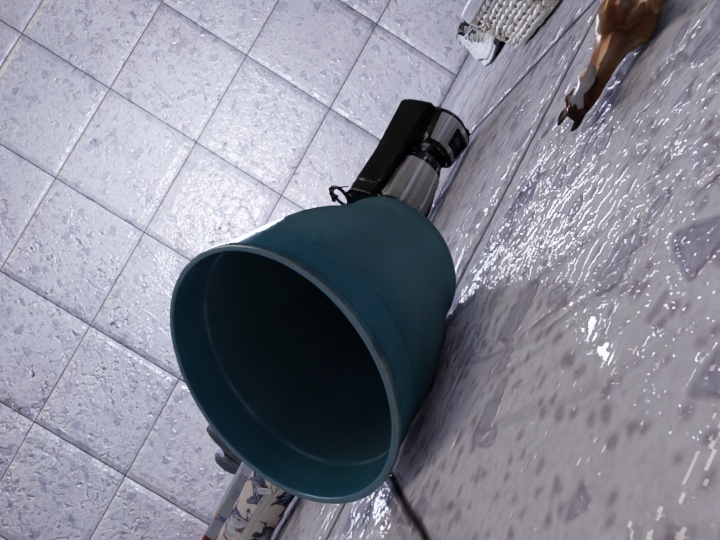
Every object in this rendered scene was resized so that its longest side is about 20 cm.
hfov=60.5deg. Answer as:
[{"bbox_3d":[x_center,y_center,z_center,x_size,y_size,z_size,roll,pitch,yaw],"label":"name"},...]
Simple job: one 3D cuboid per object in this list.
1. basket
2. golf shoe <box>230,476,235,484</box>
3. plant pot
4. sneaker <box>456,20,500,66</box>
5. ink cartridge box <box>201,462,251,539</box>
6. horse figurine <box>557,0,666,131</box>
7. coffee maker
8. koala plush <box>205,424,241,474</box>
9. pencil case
[{"bbox_3d":[0.257,-0.462,0.975,0.138,0.121,0.200,-60,3,-2],"label":"basket"},{"bbox_3d":[-0.254,0.502,1.390,0.200,0.071,0.094,28,-94,-83],"label":"golf shoe"},{"bbox_3d":[-0.015,0.038,0.495,0.187,0.199,0.202,-39,-14,-50],"label":"plant pot"},{"bbox_3d":[0.288,-0.568,1.522,0.077,0.113,0.201,-59,3,6],"label":"sneaker"},{"bbox_3d":[-0.215,0.432,1.171,0.203,0.081,0.146,-60,2,21],"label":"ink cartridge box"},{"bbox_3d":[0.184,-0.209,0.414,0.134,0.048,0.204,91,-165,-59],"label":"horse figurine"},{"bbox_3d":[0.067,-0.188,1.069,0.203,0.188,0.135,-59,-14,-16],"label":"coffee maker"},{"bbox_3d":[-0.273,0.437,1.646,0.200,0.180,0.181,-44,-35,-41],"label":"koala plush"},{"bbox_3d":[-0.146,0.342,0.849,0.204,0.077,0.089,-61,-12,7],"label":"pencil case"}]
